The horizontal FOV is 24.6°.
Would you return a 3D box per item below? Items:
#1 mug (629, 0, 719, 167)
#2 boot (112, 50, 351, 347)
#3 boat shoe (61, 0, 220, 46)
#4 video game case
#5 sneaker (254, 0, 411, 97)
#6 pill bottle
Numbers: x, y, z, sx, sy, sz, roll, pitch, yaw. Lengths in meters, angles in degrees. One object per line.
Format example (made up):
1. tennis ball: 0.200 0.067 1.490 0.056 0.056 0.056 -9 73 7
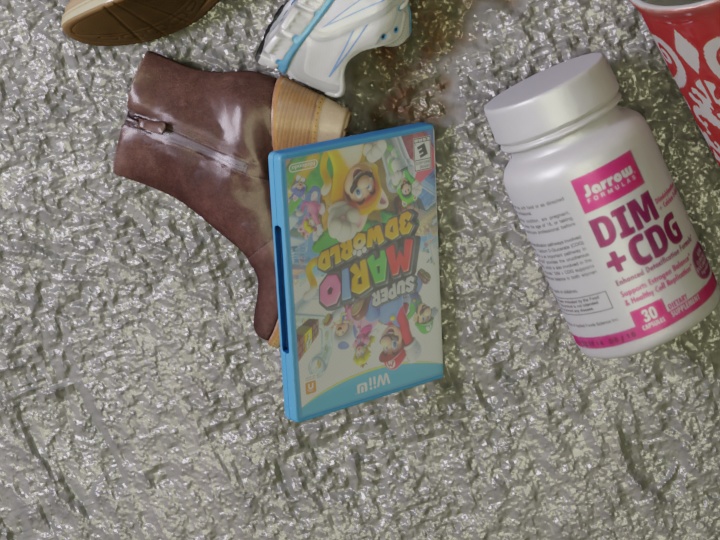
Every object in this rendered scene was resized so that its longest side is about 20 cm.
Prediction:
1. mug: 0.300 -0.149 1.143 0.177 0.133 0.200 -33 119 -5
2. boot: -0.104 -0.054 1.239 0.166 0.072 0.201 13 101 5
3. boat shoe: -0.131 -0.225 1.196 0.199 0.071 0.065 -22 68 17
4. video game case: 0.000 0.000 1.223 0.143 0.018 0.201 -14 110 -35
5. sneaker: 0.012 -0.212 1.191 0.087 0.075 0.200 33 111 -14
6. pill bottle: 0.172 -0.047 1.196 0.113 0.113 0.201 -25 102 9
